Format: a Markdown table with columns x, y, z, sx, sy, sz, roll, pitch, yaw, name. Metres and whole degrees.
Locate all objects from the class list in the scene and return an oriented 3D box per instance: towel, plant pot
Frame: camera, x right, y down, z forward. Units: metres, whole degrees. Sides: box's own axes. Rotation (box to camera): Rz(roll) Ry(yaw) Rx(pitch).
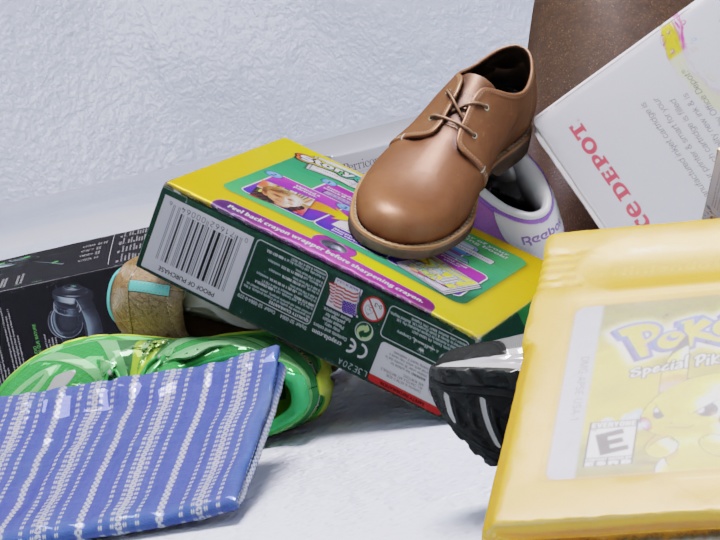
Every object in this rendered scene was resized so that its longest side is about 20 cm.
| x | y | z | sx | sy | sz | roll | pitch | yaw | name |
| --- | --- | --- | --- | --- | --- | --- | --- | --- | --- |
| -0.143 | 0.094 | 1.303 | 0.199 | 0.024 | 0.145 | -11 | 27 | 15 | towel |
| 0.180 | -0.094 | 1.661 | 0.186 | 0.201 | 0.187 | -11 | 7 | 1 | plant pot |

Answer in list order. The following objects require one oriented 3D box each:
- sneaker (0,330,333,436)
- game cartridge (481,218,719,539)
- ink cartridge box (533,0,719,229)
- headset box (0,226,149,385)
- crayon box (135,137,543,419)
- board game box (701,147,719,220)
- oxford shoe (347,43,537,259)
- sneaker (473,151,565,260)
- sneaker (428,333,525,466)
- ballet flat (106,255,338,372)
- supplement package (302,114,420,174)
| x | y | z | sx | sy | sz | roll | pitch | yaw | name |
| --- | --- | --- | --- | --- | --- | --- | --- | --- | --- |
| -0.115 | 0.069 | 1.400 | 0.199 | 0.075 | 0.084 | -11 | 4 | 5 | sneaker |
| 0.148 | 0.042 | 1.020 | 0.175 | 0.033 | 0.200 | -5 | 36 | 16 | game cartridge |
| 0.225 | -0.090 | 1.513 | 0.200 | 0.148 | 0.086 | -34 | -1 | 16 | ink cartridge box |
| -0.204 | 0.041 | 1.670 | 0.199 | 0.093 | 0.174 | -13 | 8 | -3 | headset box |
| 0.000 | 0.000 | 1.444 | 0.199 | 0.059 | 0.172 | 26 | 19 | 15 | crayon box |
| 0.210 | -0.033 | 1.194 | 0.134 | 0.034 | 0.200 | -41 | -22 | -21 | board game box |
| 0.048 | -0.073 | 1.453 | 0.071 | 0.072 | 0.200 | 23 | 37 | 12 | oxford shoe |
| 0.067 | -0.049 | 1.589 | 0.072 | 0.115 | 0.200 | -32 | 36 | -22 | sneaker |
| 0.127 | 0.048 | 1.112 | 0.199 | 0.074 | 0.080 | -3 | 41 | 20 | sneaker |
| -0.057 | 0.028 | 1.494 | 0.072 | 0.068 | 0.199 | -1 | -14 | 44 | ballet flat |
| 0.034 | -0.055 | 1.940 | 0.199 | 0.112 | 0.155 | -17 | 9 | -29 | supplement package |
